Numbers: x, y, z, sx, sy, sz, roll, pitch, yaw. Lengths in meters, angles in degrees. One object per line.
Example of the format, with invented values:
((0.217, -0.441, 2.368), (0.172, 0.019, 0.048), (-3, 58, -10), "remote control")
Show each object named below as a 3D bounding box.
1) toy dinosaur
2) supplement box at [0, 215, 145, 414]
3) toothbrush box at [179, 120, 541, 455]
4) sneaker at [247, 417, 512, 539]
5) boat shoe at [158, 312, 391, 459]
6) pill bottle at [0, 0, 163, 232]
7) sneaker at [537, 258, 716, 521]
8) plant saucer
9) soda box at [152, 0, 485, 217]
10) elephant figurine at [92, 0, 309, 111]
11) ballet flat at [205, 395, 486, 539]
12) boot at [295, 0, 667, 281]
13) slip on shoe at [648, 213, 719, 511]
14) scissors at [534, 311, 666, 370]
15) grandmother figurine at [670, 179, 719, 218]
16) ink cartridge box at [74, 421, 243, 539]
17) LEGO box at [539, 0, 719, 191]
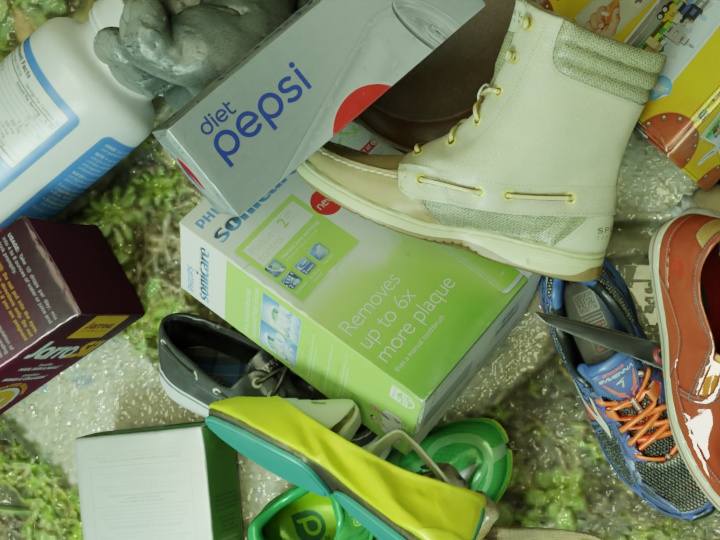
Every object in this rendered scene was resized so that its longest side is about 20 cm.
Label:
((0.071, 0.178, 0.865), (0.200, 0.058, 0.101), (-19, 120, 2), "toy dinosaur")
((-0.278, 0.050, 0.980), (0.200, 0.110, 0.086), (-34, 79, 12), "supplement box")
((0.000, 0.000, 0.880), (0.200, 0.086, 0.146), (35, 61, 16), "toothbrush box")
((0.013, 0.162, 0.903), (0.200, 0.084, 0.074), (-25, 80, 13), "sneaker")
((-0.066, 0.078, 0.913), (0.200, 0.070, 0.066), (24, 136, 36), "boat shoe")
((-0.224, -0.115, 0.972), (0.200, 0.112, 0.112), (-38, 78, 11), "pill bottle")
((0.170, 0.076, 0.863), (0.075, 0.078, 0.200), (-34, 79, 13), "sneaker")
((0.056, -0.178, 0.877), (0.200, 0.200, 0.034), (-62, 32, 5), "plant saucer")
((-0.025, -0.120, 0.786), (0.200, 0.063, 0.068), (-41, 104, -10), "soda box")
((-0.081, -0.203, 0.871), (0.155, 0.141, 0.200), (30, 79, -24), "elephant figurine")
((-0.007, 0.119, 0.826), (0.200, 0.067, 0.067), (28, 69, 30), "ballet flat")
((0.071, -0.092, 0.800), (0.200, 0.072, 0.155), (17, 107, 7), "boot")
((0.227, 0.062, 0.803), (0.074, 0.061, 0.200), (-13, 92, -24), "slip on shoe")
((0.201, 0.052, 0.834), (0.200, 0.014, 0.073), (33, 77, -14), "scissors")
((0.270, -0.090, 0.857), (0.121, 0.061, 0.200), (41, 103, 42), "grandmother figurine")
((-0.142, 0.214, 0.958), (0.104, 0.059, 0.200), (-7, 85, 16), "ink cartridge box")
((0.227, -0.178, 0.829), (0.200, 0.077, 0.149), (-49, 55, 13), "LEGO box")
